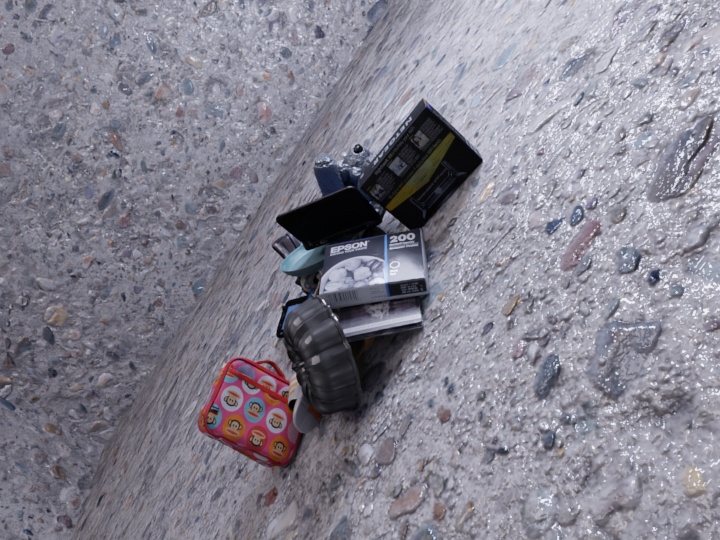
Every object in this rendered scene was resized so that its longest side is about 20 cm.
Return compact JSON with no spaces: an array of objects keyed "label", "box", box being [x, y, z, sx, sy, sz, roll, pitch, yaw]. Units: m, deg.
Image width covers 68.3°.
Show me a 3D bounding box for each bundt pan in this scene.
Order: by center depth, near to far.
[{"label":"bundt pan","box":[-0.075,0.151,0.905,0.073,0.210,0.201,-20,11,-20]}]

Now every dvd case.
[{"label":"dvd case","box":[0.032,0.046,0.953,0.143,0.016,0.203,-12,33,7]}]

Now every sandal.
[{"label":"sandal","box":[0.004,0.106,0.987,0.052,0.081,0.204,-17,35,25]},{"label":"sandal","box":[-0.102,0.220,1.030,0.057,0.081,0.210,-9,38,22]}]

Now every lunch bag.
[{"label":"lunch bag","box":[-0.198,0.264,1.032,0.081,0.196,0.181,-31,33,54]}]

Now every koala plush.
[{"label":"koala plush","box":[-0.010,-0.226,1.289,0.203,0.170,0.189,-78,-14,-51]}]

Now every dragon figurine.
[{"label":"dragon figurine","box":[-0.097,0.082,1.114,0.100,0.058,0.203,-58,-4,-43]}]

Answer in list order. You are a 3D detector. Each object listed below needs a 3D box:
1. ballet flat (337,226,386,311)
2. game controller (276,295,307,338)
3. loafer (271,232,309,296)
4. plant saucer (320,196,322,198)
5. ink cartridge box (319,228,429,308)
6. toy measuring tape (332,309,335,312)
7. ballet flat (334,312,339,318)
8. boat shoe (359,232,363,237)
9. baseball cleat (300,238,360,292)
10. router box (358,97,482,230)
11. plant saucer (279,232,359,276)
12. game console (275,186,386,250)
[{"label":"ballet flat","box":[0.000,0.000,1.168,0.205,0.055,0.066,-64,12,3]},{"label":"game controller","box":[-0.168,0.122,1.372,0.198,0.041,0.107,-18,44,60]},{"label":"loafer","box":[-0.147,0.006,1.286,0.062,0.204,0.072,-27,-9,-21]},{"label":"plant saucer","box":[-0.088,-0.087,1.363,0.200,0.033,0.209,8,-91,-78]},{"label":"ink cartridge box","box":[0.026,-0.021,0.988,0.190,0.045,0.203,-10,36,9]},{"label":"toy measuring tape","box":[-0.092,0.079,1.217,0.073,0.073,0.205,-33,31,45]},{"label":"ballet flat","box":[-0.034,0.087,1.082,0.067,0.069,0.205,-22,41,60]},{"label":"boat shoe","box":[-0.019,-0.106,1.329,0.068,0.072,0.203,-15,39,57]},{"label":"baseball cleat","box":[-0.048,-0.019,1.207,0.200,0.071,0.105,-46,16,-30]},{"label":"router box","box":[0.113,-0.195,1.026,0.200,0.155,0.053,-46,23,24]},{"label":"plant saucer","box":[-0.085,-0.041,1.167,0.194,0.028,0.201,-24,20,9]},{"label":"game console","box":[-0.054,-0.132,1.133,0.194,0.119,0.178,-17,26,25]}]
